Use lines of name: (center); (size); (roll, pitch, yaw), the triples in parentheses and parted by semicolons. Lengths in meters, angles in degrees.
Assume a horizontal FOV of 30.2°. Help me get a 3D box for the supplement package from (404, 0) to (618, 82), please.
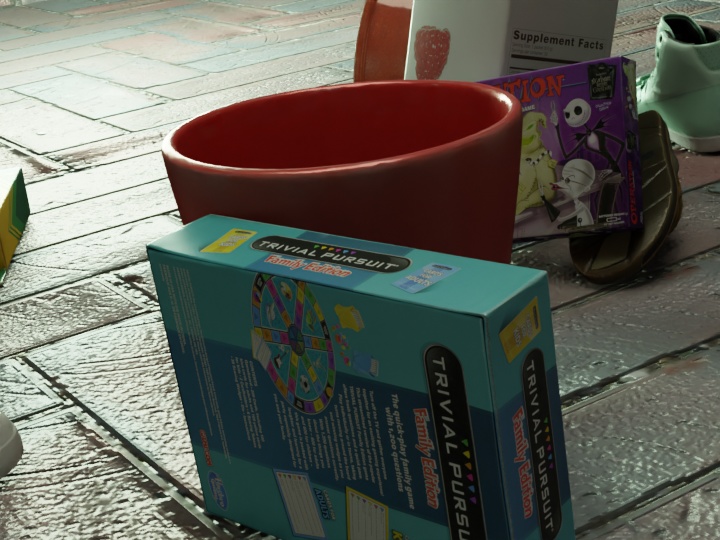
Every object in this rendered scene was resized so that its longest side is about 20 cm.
supplement package: (0.115, -0.154, 1.069); (0.120, 0.201, 0.121); (-1, 12, -36)

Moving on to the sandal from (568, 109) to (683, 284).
sandal: (0.204, -0.050, 0.992); (0.082, 0.055, 0.200); (-23, 26, 24)

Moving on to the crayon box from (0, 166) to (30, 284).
crayon box: (-0.361, -0.035, 1.149); (0.125, 0.052, 0.200); (-9, 20, -5)

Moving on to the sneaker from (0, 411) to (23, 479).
sneaker: (-0.286, 0.081, 0.711); (0.200, 0.116, 0.074); (-15, 19, -26)

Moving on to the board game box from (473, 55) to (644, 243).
board game box: (0.107, -0.080, 0.969); (0.200, 0.120, 0.032); (-6, -9, 37)

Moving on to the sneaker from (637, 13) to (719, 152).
sneaker: (0.292, -0.189, 1.264); (0.074, 0.119, 0.200); (-15, 20, -16)

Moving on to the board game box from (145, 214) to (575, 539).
board game box: (-0.002, 0.062, 0.610); (0.200, 0.151, 0.047); (11, 30, 39)

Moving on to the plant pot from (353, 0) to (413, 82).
plant pot: (0.121, -0.189, 1.236); (0.195, 0.201, 0.201); (10, 24, 21)

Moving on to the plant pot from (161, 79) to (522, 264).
plant pot: (0.000, 0.000, 0.746); (0.200, 0.178, 0.200); (-6, 19, 2)
